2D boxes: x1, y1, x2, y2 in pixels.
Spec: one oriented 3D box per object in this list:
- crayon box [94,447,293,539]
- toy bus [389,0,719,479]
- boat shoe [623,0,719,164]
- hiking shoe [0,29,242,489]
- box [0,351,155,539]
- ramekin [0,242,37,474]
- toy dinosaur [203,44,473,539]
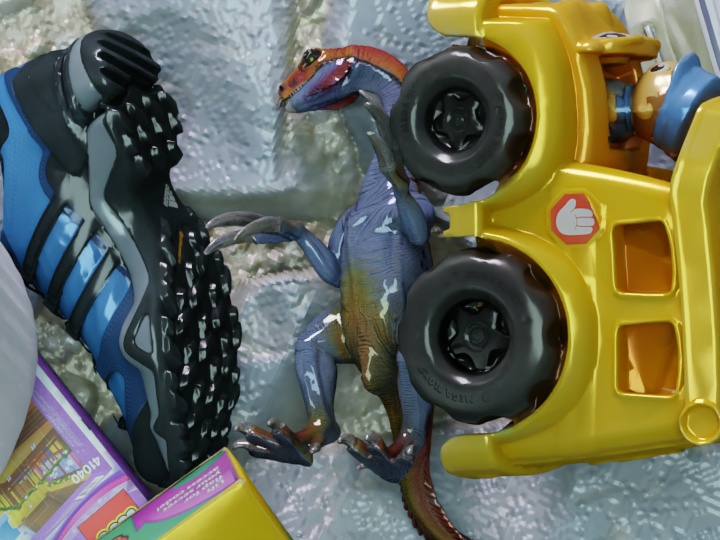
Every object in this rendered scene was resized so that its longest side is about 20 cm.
[{"bbox_3d":[-0.086,0.205,1.066,0.199,0.058,0.173,-35,104,-2],"label":"crayon box"},{"bbox_3d":[0.121,-0.019,1.023,0.191,0.135,0.202,-4,89,28],"label":"toy bus"},{"bbox_3d":[0.168,-0.036,1.102,0.062,0.072,0.201,-16,84,23],"label":"boat shoe"},{"bbox_3d":[-0.110,-0.001,1.100,0.086,0.074,0.201,-12,91,26],"label":"hiking shoe"},{"bbox_3d":[-0.195,0.127,1.098,0.200,0.039,0.137,-39,87,-2],"label":"box"},{"bbox_3d":[-0.231,0.033,1.043,0.199,0.098,0.202,-6,66,14],"label":"ramekin"},{"bbox_3d":[0.000,0.000,1.104,0.104,0.200,0.182,0,58,28],"label":"toy dinosaur"}]
